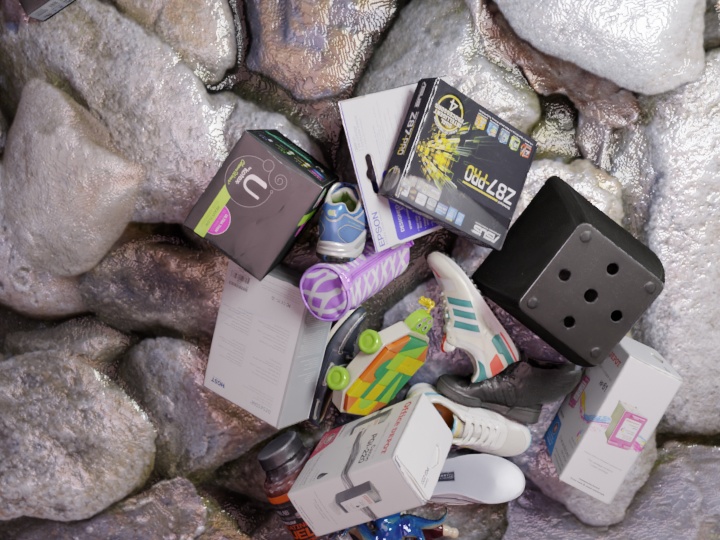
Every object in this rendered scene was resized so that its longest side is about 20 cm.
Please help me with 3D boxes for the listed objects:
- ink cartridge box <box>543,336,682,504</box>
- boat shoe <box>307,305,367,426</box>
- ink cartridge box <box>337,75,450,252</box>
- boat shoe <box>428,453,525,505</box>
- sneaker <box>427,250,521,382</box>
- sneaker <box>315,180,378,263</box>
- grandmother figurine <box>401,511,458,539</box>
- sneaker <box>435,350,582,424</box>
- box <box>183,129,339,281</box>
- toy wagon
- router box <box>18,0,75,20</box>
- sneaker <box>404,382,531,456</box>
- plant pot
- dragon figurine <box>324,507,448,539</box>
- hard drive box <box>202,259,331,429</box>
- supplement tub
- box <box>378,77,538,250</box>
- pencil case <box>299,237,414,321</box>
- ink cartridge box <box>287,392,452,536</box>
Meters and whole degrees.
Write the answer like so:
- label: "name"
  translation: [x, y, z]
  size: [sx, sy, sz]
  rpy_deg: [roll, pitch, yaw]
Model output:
- label: "ink cartridge box"
  translation: [0.351, 0.199, 1.027]
  size: [0.084, 0.145, 0.202]
  rpy_deg: [27, 102, 0]
- label: "boat shoe"
  translation: [-0.037, 0.142, 1.074]
  size: [0.062, 0.075, 0.201]
  rpy_deg: [35, 104, 18]
- label: "ink cartridge box"
  translation: [0.061, -0.146, 0.978]
  size: [0.198, 0.043, 0.201]
  rpy_deg: [-21, 102, -35]
- label: "boat shoe"
  translation: [0.150, 0.320, 1.107]
  size: [0.197, 0.066, 0.075]
  rpy_deg: [2, 67, 11]
- label: "sneaker"
  translation: [0.140, 0.068, 1.039]
  size: [0.093, 0.070, 0.201]
  rpy_deg: [-36, 84, 2]
- label: "sneaker"
  translation: [-0.004, -0.084, 0.972]
  size: [0.075, 0.200, 0.078]
  rpy_deg: [6, 118, 12]
- label: "grandmother figurine"
  translation: [0.106, 0.444, 1.138]
  size: [0.199, 0.061, 0.122]
  rpy_deg: [40, 92, -7]
- label: "sneaker"
  translation: [0.219, 0.159, 1.076]
  size: [0.197, 0.060, 0.106]
  rpy_deg: [19, 102, -5]
- label: "box"
  translation: [-0.124, -0.096, 0.977]
  size: [0.124, 0.200, 0.149]
  rpy_deg: [35, 102, -3]
- label: "toy wagon"
  translation: [0.042, 0.124, 1.036]
  size: [0.200, 0.155, 0.040]
  rpy_deg: [-49, 57, 10]
- label: "router box"
  translation: [-0.413, -0.470, 1.001]
  size: [0.198, 0.052, 0.159]
  rpy_deg: [-28, 97, 9]
- label: "sneaker"
  translation: [0.160, 0.235, 1.081]
  size: [0.197, 0.081, 0.078]
  rpy_deg: [18, 100, -1]
- label: "plant pot"
  translation: [0.292, 0.014, 0.981]
  size: [0.199, 0.178, 0.201]
  rpy_deg: [37, 100, -4]
- label: "dragon figurine"
  translation: [0.047, 0.368, 1.067]
  size: [0.198, 0.059, 0.101]
  rpy_deg: [-21, 91, -22]
- label: "hard drive box"
  translation: [-0.132, 0.099, 1.047]
  size: [0.154, 0.076, 0.203]
  rpy_deg: [22, 103, 30]
- label: "supplement tub"
  translation: [-0.078, 0.349, 1.108]
  size: [0.106, 0.107, 0.202]
  rpy_deg: [-30, 97, 9]
- label: "box"
  translation: [0.134, -0.137, 0.965]
  size: [0.198, 0.049, 0.163]
  rpy_deg: [24, 87, -33]
- label: "pencil case"
  translation: [0.000, 0.000, 0.990]
  size: [0.085, 0.200, 0.085]
  rpy_deg: [-18, 101, 36]
- label: "ink cartridge box"
  translation: [0.015, 0.271, 1.009]
  size: [0.199, 0.146, 0.085]
  rpy_deg: [-27, 104, 31]
